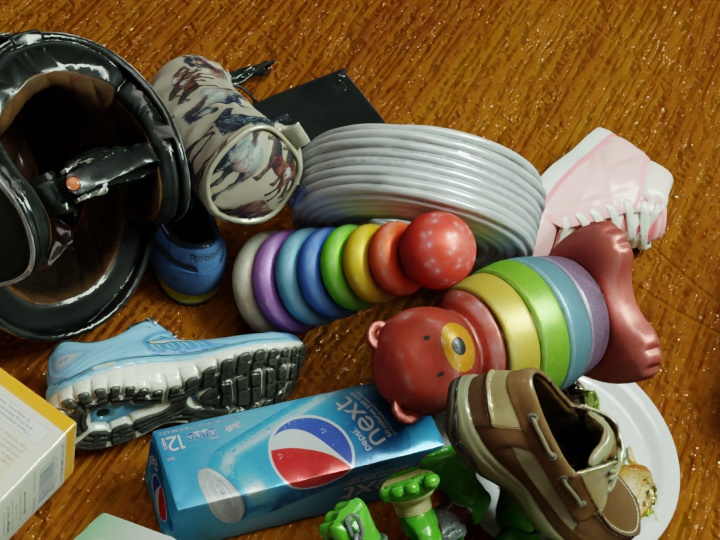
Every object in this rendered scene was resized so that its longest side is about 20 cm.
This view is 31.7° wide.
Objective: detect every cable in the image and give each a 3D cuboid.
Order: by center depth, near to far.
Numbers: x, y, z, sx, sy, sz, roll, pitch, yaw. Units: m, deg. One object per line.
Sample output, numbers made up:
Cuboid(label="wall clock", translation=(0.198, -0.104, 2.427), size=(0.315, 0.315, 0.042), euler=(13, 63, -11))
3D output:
Cuboid(label="cable", translation=(0.042, -0.052, 0.984), size=(0.199, 0.200, 0.070), euler=(7, 75, 12))

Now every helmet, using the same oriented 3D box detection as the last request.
Cuboid(label="helmet", translation=(-0.232, -0.056, 0.911), size=(0.199, 0.191, 0.201), euler=(14, 59, -26))

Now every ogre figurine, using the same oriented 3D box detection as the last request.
Cuboid(label="ogre figurine", translation=(0.067, 0.183, 0.857), size=(0.200, 0.098, 0.120), euler=(-19, 90, -64))

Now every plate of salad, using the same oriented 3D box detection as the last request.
Cuboid(label="plate of salad", translation=(0.154, 0.131, 0.973), size=(0.199, 0.048, 0.201), euler=(7, 53, -9))

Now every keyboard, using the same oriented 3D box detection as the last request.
Cuboid(label="keyboard", translation=(-0.085, -0.135, 1.128), size=(0.200, 0.021, 0.127), euler=(-26, 70, -31))

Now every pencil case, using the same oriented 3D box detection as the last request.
Cuboid(label="pencil case", translation=(-0.108, -0.107, 0.990), size=(0.089, 0.078, 0.200), euler=(-30, 34, -8))

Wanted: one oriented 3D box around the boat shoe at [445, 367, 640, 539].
Cuboid(label="boat shoe", translation=(0.137, 0.127, 0.839), size=(0.200, 0.074, 0.076), euler=(39, 39, -38))

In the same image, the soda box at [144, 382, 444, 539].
Cuboid(label="soda box", translation=(-0.047, 0.135, 0.900), size=(0.199, 0.068, 0.064), euler=(-11, 57, -23))

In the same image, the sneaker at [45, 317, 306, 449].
Cuboid(label="sneaker", translation=(-0.134, 0.063, 0.928), size=(0.199, 0.079, 0.090), euler=(-5, 43, -27))

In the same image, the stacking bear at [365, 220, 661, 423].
Cuboid(label="stacking bear", translation=(0.098, 0.049, 0.914), size=(0.199, 0.114, 0.122), euler=(-14, 87, -32))

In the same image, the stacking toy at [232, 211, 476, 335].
Cuboid(label="stacking toy", translation=(0.000, 0.000, 0.931), size=(0.085, 0.200, 0.086), euler=(11, 75, -47))

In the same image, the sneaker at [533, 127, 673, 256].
Cuboid(label="sneaker", translation=(0.206, -0.048, 1.104), size=(0.104, 0.075, 0.200), euler=(33, 48, 17))

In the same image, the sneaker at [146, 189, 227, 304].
Cuboid(label="sneaker", translation=(-0.163, -0.068, 1.019), size=(0.066, 0.079, 0.200), euler=(-20, 60, -25))

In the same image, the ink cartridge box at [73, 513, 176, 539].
Cuboid(label="ink cartridge box", translation=(-0.142, 0.231, 0.747), size=(0.200, 0.050, 0.161), euler=(5, 36, 43))

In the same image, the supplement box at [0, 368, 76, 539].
Cuboid(label="supplement box", translation=(-0.296, 0.148, 0.819), size=(0.126, 0.074, 0.200), euler=(34, 52, 11))
